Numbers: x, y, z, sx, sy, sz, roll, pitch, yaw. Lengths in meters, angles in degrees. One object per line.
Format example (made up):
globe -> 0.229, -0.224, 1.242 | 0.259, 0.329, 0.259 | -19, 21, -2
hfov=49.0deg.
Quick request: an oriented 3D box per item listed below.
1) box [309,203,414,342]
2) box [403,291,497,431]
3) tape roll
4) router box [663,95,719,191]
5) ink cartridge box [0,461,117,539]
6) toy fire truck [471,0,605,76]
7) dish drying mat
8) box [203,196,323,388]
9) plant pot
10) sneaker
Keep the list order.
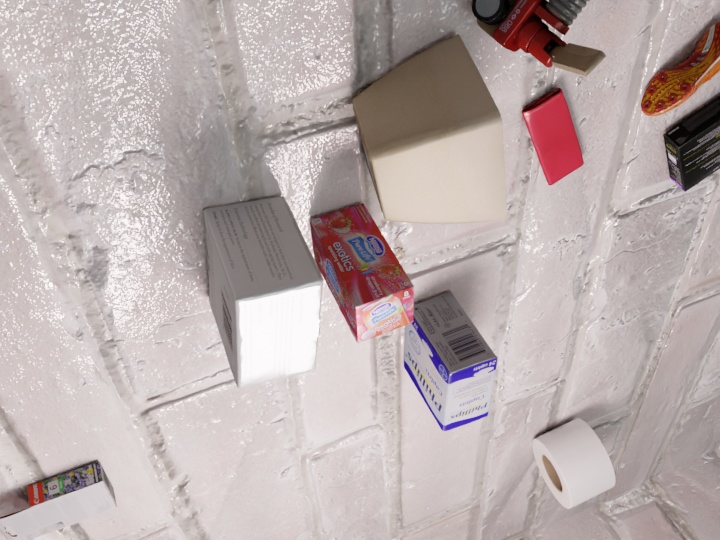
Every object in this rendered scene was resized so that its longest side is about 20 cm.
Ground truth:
box -> 0.000, 0.000, 1.251 | 0.099, 0.201, 0.096 | -18, 141, -13
box -> 0.171, 0.181, 1.554 | 0.104, 0.184, 0.201 | -19, 139, -15
tape roll -> 0.575, 0.521, 2.138 | 0.138, 0.203, 0.203 | -23, 140, -7
router box -> 0.684, -0.260, 1.513 | 0.199, 0.051, 0.149 | -34, 142, 4
ink cartridge box -> -0.568, 0.435, 1.475 | 0.199, 0.050, 0.109 | -17, 139, -14
toy fire truck -> 0.266, -0.344, 1.031 | 0.176, 0.200, 0.128 | -51, 161, 23
dish drying mat -> 0.334, -0.228, 1.362 | 0.077, 0.018, 0.200 | -33, 141, 5
box -> -0.150, 0.031, 1.194 | 0.130, 0.201, 0.200 | -11, 136, -19
plant pot -> 0.093, -0.183, 1.139 | 0.176, 0.201, 0.201 | -15, 139, 0
sneaker -> 0.573, -0.334, 1.358 | 0.200, 0.073, 0.077 | -41, 149, 16
